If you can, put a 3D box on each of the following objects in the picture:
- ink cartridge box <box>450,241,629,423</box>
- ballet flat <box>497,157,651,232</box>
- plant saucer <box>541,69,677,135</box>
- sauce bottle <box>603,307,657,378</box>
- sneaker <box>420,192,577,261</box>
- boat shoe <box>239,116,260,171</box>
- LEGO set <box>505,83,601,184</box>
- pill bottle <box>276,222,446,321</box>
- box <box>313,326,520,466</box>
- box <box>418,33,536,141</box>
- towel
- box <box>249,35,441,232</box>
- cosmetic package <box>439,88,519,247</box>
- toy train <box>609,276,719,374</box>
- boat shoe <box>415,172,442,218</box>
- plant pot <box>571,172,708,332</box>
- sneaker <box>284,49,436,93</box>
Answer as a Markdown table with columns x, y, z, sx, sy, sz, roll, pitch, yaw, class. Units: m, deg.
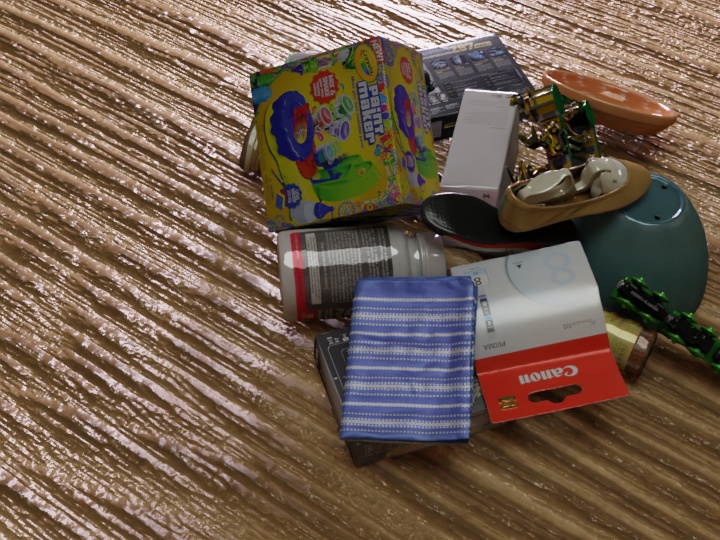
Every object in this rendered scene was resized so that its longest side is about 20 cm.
| x | y | z | sx | sy | sz | roll | pitch | yaw | class |
| --- | --- | --- | --- | --- | --- | --- | --- | --- | --- |
| 0.199 | 0.065 | 1.209 | 0.158 | 0.048 | 0.201 | -11 | 47 | -1 | ink cartridge box |
| 0.255 | -0.096 | 1.245 | 0.198 | 0.063 | 0.069 | -20 | 53 | -12 | ballet flat |
| 0.349 | -0.236 | 1.518 | 0.198 | 0.038 | 0.200 | 15 | 20 | -6 | plant saucer |
| 0.252 | 0.061 | 1.278 | 0.199 | 0.066 | 0.066 | 25 | 52 | 17 | sauce bottle |
| 0.155 | -0.032 | 1.307 | 0.199 | 0.108 | 0.068 | 8 | 60 | -15 | sneaker |
| -0.109 | -0.208 | 1.514 | 0.076 | 0.072 | 0.201 | 23 | 51 | -2 | boat shoe |
| 0.233 | -0.153 | 1.379 | 0.115 | 0.155 | 0.200 | -16 | -1 | 28 | LEGO set |
| 0.000 | 0.000 | 1.297 | 0.198 | 0.111 | 0.111 | -5 | 48 | -5 | pill bottle |
| 0.062 | 0.124 | 1.229 | 0.198 | 0.049 | 0.159 | -14 | 51 | -14 | box |
| 0.141 | -0.271 | 1.582 | 0.198 | 0.051 | 0.158 | -15 | 50 | -13 | box |
| 0.055 | 0.094 | 1.177 | 0.143 | 0.024 | 0.202 | 0 | 59 | 9 | towel |
| -0.017 | -0.160 | 1.323 | 0.191 | 0.122 | 0.202 | -11 | 85 | 28 | box |
| 0.160 | -0.136 | 1.419 | 0.080 | 0.113 | 0.201 | 7 | 46 | 14 | cosmetic package |
| 0.378 | 0.072 | 1.245 | 0.199 | 0.056 | 0.042 | 35 | 88 | -1 | toy train |
| 0.036 | -0.143 | 1.452 | 0.072 | 0.068 | 0.199 | -36 | 55 | -29 | boat shoe |
| 0.343 | -0.042 | 1.327 | 0.198 | 0.135 | 0.201 | 1 | 47 | -1 | plant pot |
| 0.005 | -0.267 | 1.413 | 0.198 | 0.140 | 0.079 | 12 | 73 | -15 | sneaker |
